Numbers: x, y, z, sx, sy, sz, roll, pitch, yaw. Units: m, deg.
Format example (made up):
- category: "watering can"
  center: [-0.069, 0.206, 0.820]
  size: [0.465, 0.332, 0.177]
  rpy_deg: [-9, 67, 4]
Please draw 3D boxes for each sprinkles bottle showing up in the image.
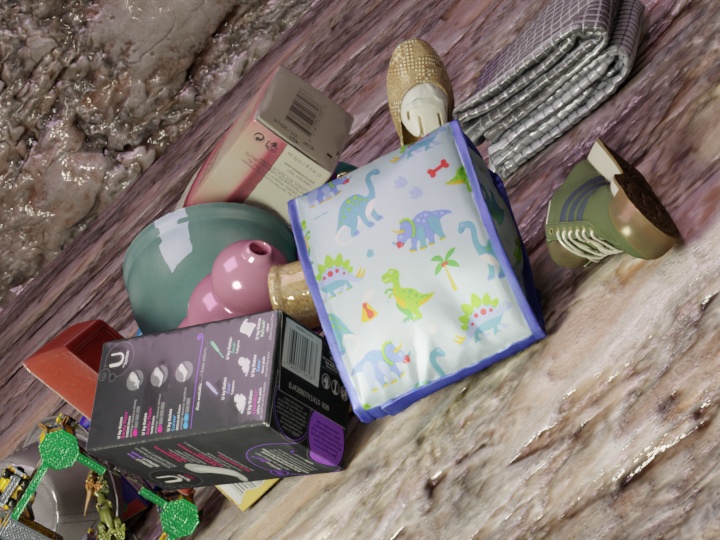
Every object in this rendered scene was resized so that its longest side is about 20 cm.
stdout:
- category: "sprinkles bottle"
  center: [0.019, 0.002, 1.462]
  size: [0.198, 0.069, 0.068]
  rpy_deg: [-16, 23, 13]

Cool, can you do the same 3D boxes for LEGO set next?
- category: "LEGO set"
  center: [-0.256, 0.227, 1.558]
  size: [0.155, 0.199, 0.116]
  rpy_deg: [-66, 14, 1]

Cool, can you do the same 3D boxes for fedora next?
- category: "fedora"
  center: [-0.337, 0.243, 1.699]
  size: [0.199, 0.090, 0.179]
  rpy_deg: [15, 99, 42]

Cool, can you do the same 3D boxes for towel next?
- category: "towel"
  center: [0.189, -0.206, 1.653]
  size: [0.200, 0.086, 0.166]
  rpy_deg: [-37, 16, 28]

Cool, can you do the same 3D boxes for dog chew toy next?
- category: "dog chew toy"
  center: [-0.118, 0.054, 1.597]
  size: [0.125, 0.123, 0.201]
  rpy_deg: [-65, -5, -51]

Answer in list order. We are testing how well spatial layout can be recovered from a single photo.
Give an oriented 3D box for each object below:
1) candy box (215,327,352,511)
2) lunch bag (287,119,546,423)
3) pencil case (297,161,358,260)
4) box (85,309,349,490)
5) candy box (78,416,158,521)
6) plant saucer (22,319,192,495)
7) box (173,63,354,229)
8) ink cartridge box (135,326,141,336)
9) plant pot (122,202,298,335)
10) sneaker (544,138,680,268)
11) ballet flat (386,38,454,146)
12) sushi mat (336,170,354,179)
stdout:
- category: "candy box"
  center: [-0.057, 0.120, 1.520]
  size: [0.200, 0.056, 0.117]
  rpy_deg: [-45, 15, 8]
- category: "lunch bag"
  center: [0.051, 0.008, 1.333]
  size: [0.169, 0.127, 0.201]
  rpy_deg: [-27, 51, 14]
- category: "pencil case"
  center: [-0.029, -0.054, 1.828]
  size: [0.084, 0.093, 0.200]
  rpy_deg: [-17, 22, 6]
- category: "box"
  center: [-0.120, 0.116, 1.414]
  size: [0.198, 0.122, 0.107]
  rpy_deg: [-11, 60, 31]
- category: "candy box"
  center: [-0.272, 0.205, 1.832]
  size: [0.169, 0.077, 0.201]
  rpy_deg: [-32, 19, 37]
- category: "plant saucer"
  center: [-0.222, 0.122, 1.607]
  size: [0.037, 0.200, 0.200]
  rpy_deg: [-50, 3, 8]
- category: "box"
  center: [-0.113, -0.107, 1.830]
  size: [0.200, 0.109, 0.128]
  rpy_deg: [-47, 14, 34]
- category: "ink cartridge box"
  center: [-0.199, 0.031, 2.074]
  size: [0.144, 0.085, 0.200]
  rpy_deg: [-42, 14, 15]
- category: "plant pot"
  center: [-0.153, 0.044, 1.769]
  size: [0.200, 0.200, 0.135]
  rpy_deg: [-37, 44, 26]
- category: "sneaker"
  center: [0.187, -0.032, 1.266]
  size: [0.090, 0.067, 0.200]
  rpy_deg: [-49, 14, 15]
- category: "ballet flat"
  center: [0.070, -0.133, 1.643]
  size: [0.070, 0.202, 0.065]
  rpy_deg: [-16, 32, -6]
- category: "sushi mat"
  center: [0.016, -0.076, 1.698]
  size: [0.199, 0.012, 0.096]
  rpy_deg: [-20, -39, -58]
